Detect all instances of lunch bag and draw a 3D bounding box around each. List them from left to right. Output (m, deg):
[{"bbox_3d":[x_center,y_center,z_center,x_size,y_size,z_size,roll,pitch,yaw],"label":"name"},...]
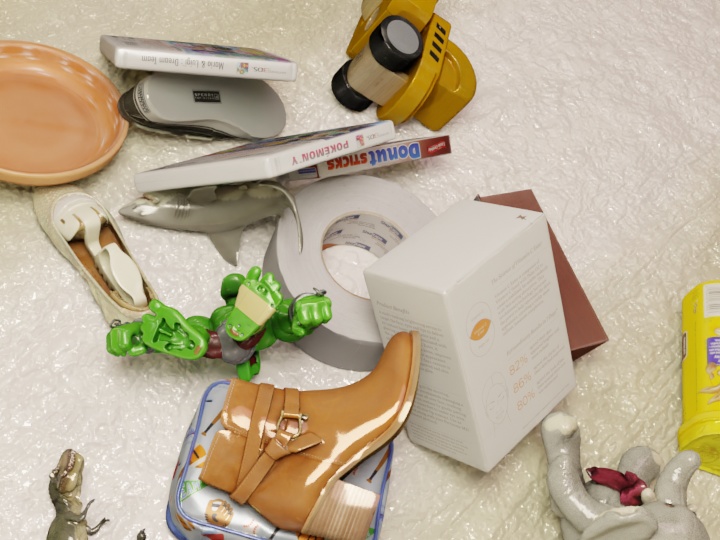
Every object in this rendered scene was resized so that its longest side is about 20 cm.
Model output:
[{"bbox_3d":[-0.066,0.187,0.937,0.198,0.076,0.161,18,54,-8],"label":"lunch bag"}]

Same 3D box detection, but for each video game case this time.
[{"bbox_3d":[-0.177,-0.226,1.097,0.180,0.024,0.200,1,15,-19],"label":"video game case"},{"bbox_3d":[-0.095,-0.112,1.024,0.181,0.199,0.023,-24,106,-45],"label":"video game case"}]

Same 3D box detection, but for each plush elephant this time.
[{"bbox_3d":[0.261,0.229,0.965,0.164,0.154,0.202,31,59,-25],"label":"plush elephant"}]

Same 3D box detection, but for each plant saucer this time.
[{"bbox_3d":[-0.338,-0.156,1.051,0.198,0.038,0.202,14,46,-14],"label":"plant saucer"}]

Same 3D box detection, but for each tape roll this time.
[{"bbox_3d":[0.000,0.000,1.078,0.198,0.066,0.202,9,57,-14],"label":"tape roll"}]

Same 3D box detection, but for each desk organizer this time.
[{"bbox_3d":[0.184,0.013,1.133,0.076,0.072,0.201,-10,64,-27],"label":"desk organizer"}]

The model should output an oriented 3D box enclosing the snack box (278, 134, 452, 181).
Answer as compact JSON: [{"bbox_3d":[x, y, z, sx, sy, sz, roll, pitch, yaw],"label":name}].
[{"bbox_3d":[0.007,-0.123,1.126,0.199,0.072,0.025,-15,100,-41],"label":"snack box"}]

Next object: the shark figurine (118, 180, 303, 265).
[{"bbox_3d":[-0.122,-0.048,1.043,0.128,0.212,0.091,-18,106,-58],"label":"shark figurine"}]

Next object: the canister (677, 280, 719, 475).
[{"bbox_3d":[0.426,0.123,1.145,0.147,0.087,0.202,19,54,-8],"label":"canister"}]

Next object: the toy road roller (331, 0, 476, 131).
[{"bbox_3d":[0.065,-0.258,1.229,0.145,0.123,0.201,29,54,-19],"label":"toy road roller"}]

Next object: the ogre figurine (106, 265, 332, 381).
[{"bbox_3d":[-0.119,0.052,0.945,0.199,0.120,0.099,-29,80,4],"label":"ogre figurine"}]

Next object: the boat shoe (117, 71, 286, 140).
[{"bbox_3d":[-0.168,-0.177,1.117,0.199,0.063,0.072,2,80,-46],"label":"boat shoe"}]

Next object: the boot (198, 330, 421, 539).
[{"bbox_3d":[-0.038,0.119,0.884,0.153,0.074,0.202,20,66,3],"label":"boot"}]

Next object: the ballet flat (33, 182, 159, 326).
[{"bbox_3d":[-0.250,-0.023,1.003,0.067,0.062,0.201,-30,73,-31],"label":"ballet flat"}]

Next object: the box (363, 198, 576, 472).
[{"bbox_3d":[0.109,0.058,0.991,0.152,0.202,0.106,-35,32,-33],"label":"box"}]

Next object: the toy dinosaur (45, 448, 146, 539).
[{"bbox_3d":[-0.226,0.251,0.858,0.087,0.048,0.202,1,60,-2],"label":"toy dinosaur"}]
